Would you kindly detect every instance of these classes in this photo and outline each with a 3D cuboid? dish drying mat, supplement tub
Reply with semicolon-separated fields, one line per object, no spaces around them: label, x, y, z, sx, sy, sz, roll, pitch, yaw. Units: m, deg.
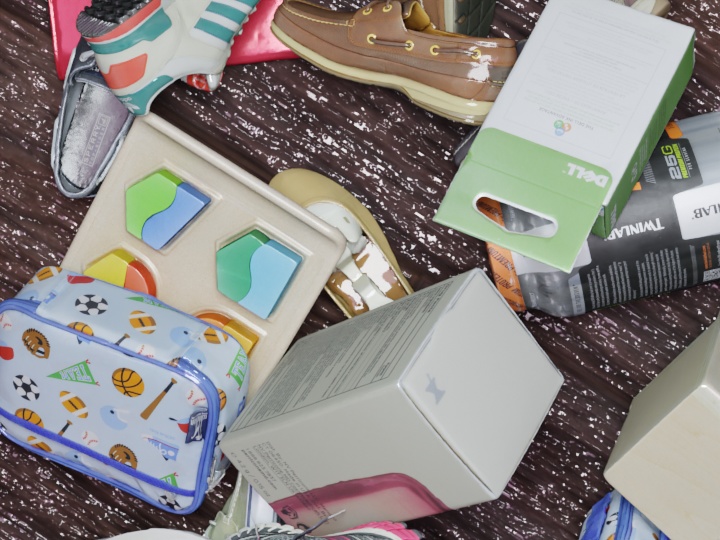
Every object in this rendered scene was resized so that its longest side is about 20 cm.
dish drying mat;-0.142;-0.195;1.137;0.200;0.018;0.077;-5;94;3
supplement tub;0.190;-0.037;1.065;0.200;0.123;0.123;-14;91;4

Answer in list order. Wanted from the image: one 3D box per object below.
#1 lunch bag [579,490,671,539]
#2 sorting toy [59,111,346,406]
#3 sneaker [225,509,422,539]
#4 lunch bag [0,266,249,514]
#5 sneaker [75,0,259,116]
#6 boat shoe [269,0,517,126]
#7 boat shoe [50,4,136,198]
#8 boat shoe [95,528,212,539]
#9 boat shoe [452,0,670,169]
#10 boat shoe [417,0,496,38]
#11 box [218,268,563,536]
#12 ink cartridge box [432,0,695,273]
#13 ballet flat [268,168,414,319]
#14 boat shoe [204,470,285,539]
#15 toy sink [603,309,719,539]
lunch bag;0.218;0.230;1.024;0.160;0.200;0.076;46;110;0
sorting toy;-0.132;0.006;1.099;0.185;0.036;0.200;32;114;3
sneaker;-0.050;0.211;0.993;0.200;0.075;0.081;-19;83;34
lunch bag;-0.181;0.096;1.090;0.200;0.076;0.160;23;126;11
sneaker;-0.117;-0.189;1.083;0.200;0.070;0.093;-39;127;-31
boat shoe;0.027;-0.169;1.067;0.200;0.072;0.068;24;113;22
boat shoe;-0.190;-0.150;1.101;0.072;0.068;0.200;21;100;-1
boat shoe;-0.177;0.239;1.113;0.200;0.069;0.072;-13;79;17
boat shoe;0.142;-0.148;1.095;0.200;0.072;0.065;-43;74;8
boat shoe;0.056;-0.257;1.099;0.074;0.076;0.200;3;102;32
box;0.020;0.100;1.022;0.200;0.128;0.109;-23;112;45
ink cartridge box;0.142;-0.089;0.996;0.104;0.059;0.200;23;73;19
ballet flat;0.000;0.000;1.109;0.069;0.063;0.200;-41;88;2
boat shoe;-0.091;0.215;1.119;0.062;0.072;0.200;6;94;8
toy sink;0.270;0.121;1.049;0.130;0.200;0.112;42;117;2
